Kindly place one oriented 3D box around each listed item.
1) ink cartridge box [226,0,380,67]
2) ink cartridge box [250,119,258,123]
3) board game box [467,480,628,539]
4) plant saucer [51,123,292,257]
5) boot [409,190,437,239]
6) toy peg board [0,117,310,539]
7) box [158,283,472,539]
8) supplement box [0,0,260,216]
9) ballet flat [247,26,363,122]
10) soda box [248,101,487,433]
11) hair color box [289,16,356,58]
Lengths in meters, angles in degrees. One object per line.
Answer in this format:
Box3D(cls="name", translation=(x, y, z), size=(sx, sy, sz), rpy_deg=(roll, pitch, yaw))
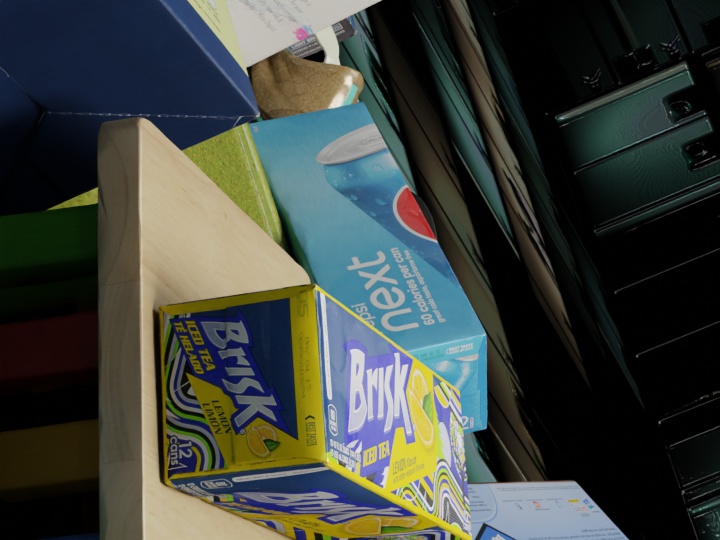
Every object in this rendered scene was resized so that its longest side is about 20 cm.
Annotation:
Box3D(cls="ink cartridge box", translation=(-0.055, -0.179, 1.349), size=(0.116, 0.200, 0.068), rpy_deg=(45, 24, -56))
Box3D(cls="ink cartridge box", translation=(-0.097, -0.034, 1.320), size=(0.200, 0.057, 0.163), rpy_deg=(24, 42, -55))
Box3D(cls="board game box", translation=(0.088, 0.147, 1.258), size=(0.103, 0.019, 0.200), rpy_deg=(47, 21, 26))
Box3D(cls="plant saucer", translation=(-0.102, -0.063, 1.204), size=(0.200, 0.048, 0.200), rpy_deg=(25, 43, -60))
Box3D(cls="boot", translation=(0.001, 0.026, 1.452), size=(0.200, 0.069, 0.174), rpy_deg=(-121, -160, -54))
Box3D(cls="toy peg board", translation=(-0.092, 0.072, 0.995), size=(0.200, 0.098, 0.199), rpy_deg=(45, 40, -64))
Box3D(cls="box", translation=(-0.013, 0.063, 0.982), size=(0.200, 0.064, 0.070), rpy_deg=(37, 47, -67))
Box3D(cls="supplement box", translation=(-0.155, -0.155, 0.968), size=(0.200, 0.134, 0.200), rpy_deg=(49, 20, -61))
Box3D(cls="ballet flat", translation=(-0.059, -0.137, 1.437), size=(0.068, 0.072, 0.200), rpy_deg=(29, 12, -45))
Box3D(cls="soda box", translation=(0.000, 0.000, 1.254), size=(0.200, 0.068, 0.064), rpy_deg=(-116, -162, -48))
Box3D(cls="hair color box", translation=(-0.085, -0.197, 1.546), size=(0.200, 0.100, 0.061), rpy_deg=(50, 21, -58))
